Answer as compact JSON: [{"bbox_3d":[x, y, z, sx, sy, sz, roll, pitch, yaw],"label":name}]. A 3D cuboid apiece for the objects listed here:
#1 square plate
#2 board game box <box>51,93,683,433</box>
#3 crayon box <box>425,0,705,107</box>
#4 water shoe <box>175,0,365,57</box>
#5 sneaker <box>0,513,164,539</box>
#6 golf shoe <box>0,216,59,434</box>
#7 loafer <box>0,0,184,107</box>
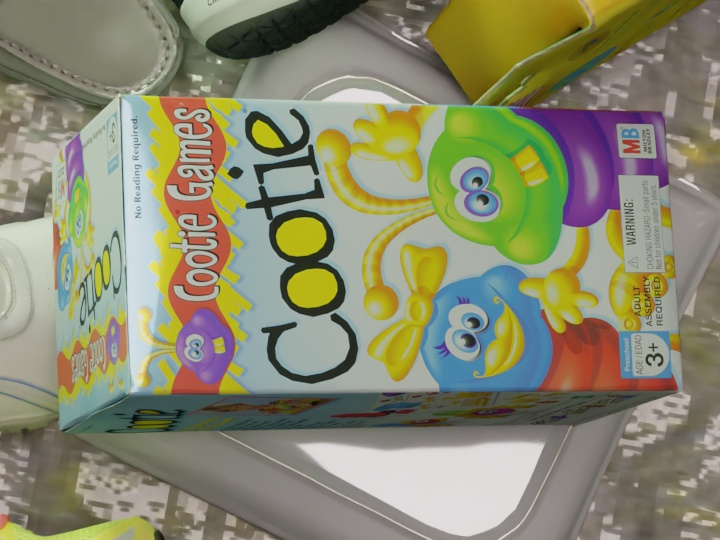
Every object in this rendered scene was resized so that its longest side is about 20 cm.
[{"bbox_3d":[0.018,0.016,1.131,0.198,0.028,0.201,27,79,-2],"label":"square plate"},{"bbox_3d":[0.000,0.000,1.045,0.199,0.105,0.104,0,80,-19],"label":"board game box"},{"bbox_3d":[0.106,-0.121,1.099,0.200,0.127,0.051,-32,86,-22],"label":"crayon box"},{"bbox_3d":[0.015,-0.156,1.102,0.199,0.072,0.079,-28,81,-2],"label":"water shoe"},{"bbox_3d":[-0.170,0.104,1.068,0.199,0.078,0.091,-10,80,-8],"label":"sneaker"},{"bbox_3d":[-0.157,0.018,1.068,0.199,0.097,0.079,-14,75,-7],"label":"golf shoe"},{"bbox_3d":[-0.149,-0.126,1.098,0.200,0.070,0.070,33,87,-16],"label":"loafer"}]
